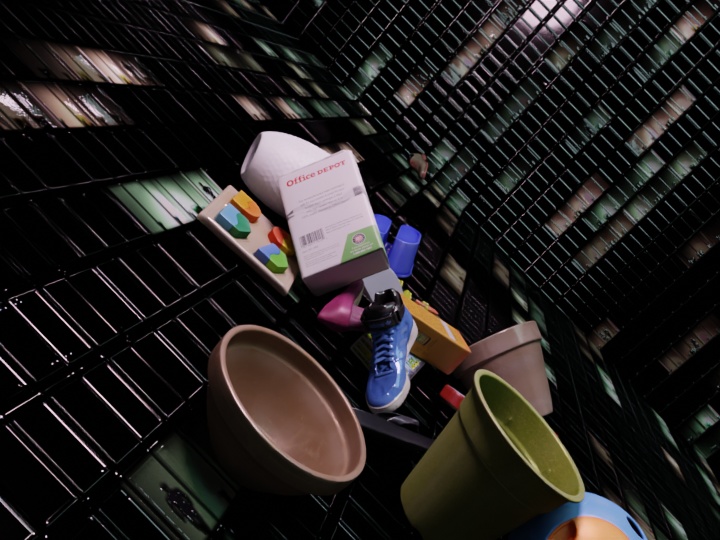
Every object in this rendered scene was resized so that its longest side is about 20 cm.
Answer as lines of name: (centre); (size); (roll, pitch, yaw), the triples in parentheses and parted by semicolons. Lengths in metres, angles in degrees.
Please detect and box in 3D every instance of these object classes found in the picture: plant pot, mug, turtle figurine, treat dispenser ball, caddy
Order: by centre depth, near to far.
plant pot: (-0.094, 0.164, 0.759); (0.200, 0.093, 0.202); (40, 17, -15)
plant pot: (0.155, 0.271, 0.937); (0.199, 0.190, 0.201); (39, 17, -14)
treat dispenser ball: (0.287, 0.397, 0.944); (0.200, 0.201, 0.202); (40, 17, -15)
mug: (-0.135, -0.193, 1.389); (0.173, 0.149, 0.202); (27, 28, -22)
plant pot: (0.297, 0.222, 1.435); (0.199, 0.197, 0.177); (9, 53, -62)
turtle figurine: (0.111, 0.095, 1.451); (0.162, 0.064, 0.202); (50, 16, -30)
caddy: (0.057, -0.045, 1.593); (0.138, 0.107, 0.200); (21, 17, 4)

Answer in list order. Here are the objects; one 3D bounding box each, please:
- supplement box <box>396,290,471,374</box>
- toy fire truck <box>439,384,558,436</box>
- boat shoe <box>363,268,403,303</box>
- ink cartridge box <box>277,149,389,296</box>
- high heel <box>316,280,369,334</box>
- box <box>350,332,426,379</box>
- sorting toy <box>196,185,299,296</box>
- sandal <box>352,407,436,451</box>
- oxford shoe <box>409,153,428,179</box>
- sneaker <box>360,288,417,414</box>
supplement box: (0.110, 0.111, 1.293); (0.198, 0.067, 0.069); (33, 20, -38)
toy fire truck: (0.247, 0.285, 1.296); (0.198, 0.113, 0.167); (35, 1, -34)
boat shoe: (0.000, 0.000, 1.370); (0.201, 0.071, 0.091); (49, -18, -12)
ink cartridge box: (-0.047, -0.083, 1.229); (0.085, 0.143, 0.204); (60, 12, -63)
high heel: (-0.040, 0.045, 1.233); (0.094, 0.069, 0.200); (13, 14, -17)
box: (0.057, 0.145, 1.262); (0.110, 0.035, 0.200); (48, 17, 7)
sorting toy: (-0.170, -0.059, 1.191); (0.185, 0.036, 0.201); (43, 17, -10)
sandal: (0.044, 0.213, 0.992); (0.198, 0.075, 0.044); (31, 64, -39)
oxford shoe: (0.242, -0.440, 3.040); (0.073, 0.072, 0.201); (13, 26, -9)
sneaker: (0.034, 0.113, 1.098); (0.113, 0.075, 0.202); (62, 32, -31)
